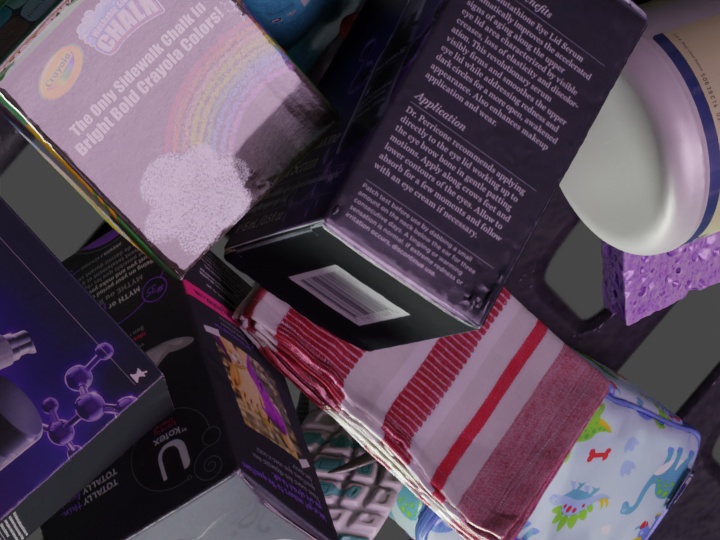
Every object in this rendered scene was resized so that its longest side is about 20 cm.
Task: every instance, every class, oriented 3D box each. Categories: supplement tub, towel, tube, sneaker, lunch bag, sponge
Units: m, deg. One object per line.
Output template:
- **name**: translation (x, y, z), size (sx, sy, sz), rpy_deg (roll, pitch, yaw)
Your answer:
- **supplement tub**: translation (0.225, -0.104, 1.780), size (0.200, 0.145, 0.145), rpy_deg (-20, 127, -28)
- **towel**: translation (0.038, 0.045, 1.624), size (0.200, 0.023, 0.144), rpy_deg (42, 52, -9)
- **tube**: translation (-0.036, -0.145, 1.573), size (0.077, 0.050, 0.200), rpy_deg (-45, 166, -1)
- **sneaker**: translation (-0.013, 0.119, 1.721), size (0.077, 0.200, 0.091), rpy_deg (13, 131, 2)
- **lunch bag**: translation (0.113, 0.131, 1.885), size (0.200, 0.082, 0.161), rpy_deg (28, 99, -44)
- **sponge**: translation (0.242, -0.050, 1.909), size (0.200, 0.030, 0.112), rpy_deg (-23, 129, -26)

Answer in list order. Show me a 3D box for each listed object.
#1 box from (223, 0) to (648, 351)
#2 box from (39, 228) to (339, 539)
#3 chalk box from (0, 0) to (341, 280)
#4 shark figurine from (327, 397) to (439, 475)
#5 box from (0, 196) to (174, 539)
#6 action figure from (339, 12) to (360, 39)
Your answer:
- **box**: translation (0.038, -0.070, 1.539), size (0.104, 0.148, 0.200), rpy_deg (34, 71, -16)
- **box**: translation (-0.107, 0.085, 1.576), size (0.122, 0.200, 0.106), rpy_deg (-32, 136, 14)
- **chalk box**: translation (-0.131, -0.116, 1.492), size (0.124, 0.124, 0.200), rpy_deg (-44, 119, -5)
- **shark figurine**: translation (0.004, 0.021, 1.716), size (0.089, 0.215, 0.128), rpy_deg (-8, 164, 8)
- **box**: translation (-0.212, 0.035, 1.477), size (0.141, 0.200, 0.079), rpy_deg (-41, 168, -13)
- **action figure**: translation (0.048, -0.103, 1.691), size (0.200, 0.052, 0.065), rpy_deg (29, 81, -49)
